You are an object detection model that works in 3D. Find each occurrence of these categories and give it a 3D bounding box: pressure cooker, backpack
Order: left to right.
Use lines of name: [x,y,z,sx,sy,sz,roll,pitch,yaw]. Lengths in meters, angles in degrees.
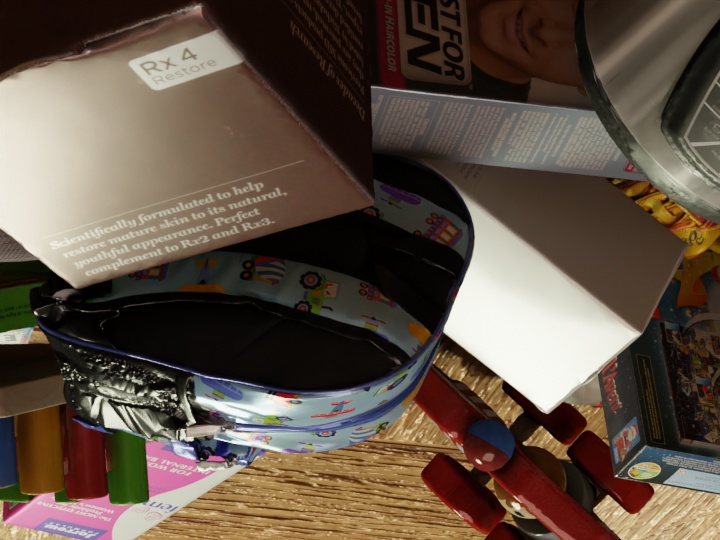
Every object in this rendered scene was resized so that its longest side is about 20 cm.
backpack: [-0.043,0.016,1.054,0.200,0.183,0.135,12,141,16]
pressure cooker: [0.219,-0.135,0.963,0.176,0.179,0.200,-10,160,-40]

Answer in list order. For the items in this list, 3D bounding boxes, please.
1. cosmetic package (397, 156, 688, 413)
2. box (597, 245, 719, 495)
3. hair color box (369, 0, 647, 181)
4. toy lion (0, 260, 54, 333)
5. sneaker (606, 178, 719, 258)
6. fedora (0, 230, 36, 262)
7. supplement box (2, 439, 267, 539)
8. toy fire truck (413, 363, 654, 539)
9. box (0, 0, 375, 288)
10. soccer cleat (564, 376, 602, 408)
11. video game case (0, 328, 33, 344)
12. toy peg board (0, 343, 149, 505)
cosmetic package: [0.067,-0.026,1.133,0.200,0.085,0.108,38,139,-6]
box: [0.206,0.040,1.224,0.137,0.200,0.038,11,141,-21]
hair color box: [0.073,-0.110,1.062,0.200,0.099,0.061,5,147,-13]
toy lion: [-0.268,0.014,1.214,0.192,0.069,0.200,9,-168,35]
sneaker: [0.180,-0.053,1.189,0.200,0.077,0.073,18,145,-28]
fedora: [-0.224,-0.052,1.119,0.177,0.090,0.200,-8,-174,-42]
supplement box: [-0.159,0.107,1.411,0.101,0.103,0.200,17,146,-31]
toy fire truck: [0.096,0.127,1.381,0.112,0.200,0.168,-48,135,3]
box: [-0.101,-0.130,0.921,0.166,0.200,0.164,-15,148,21]
soccer cleat: [0.164,0.052,1.331,0.078,0.069,0.200,34,168,-22]
video game case: [-0.317,0.071,1.421,0.143,0.018,0.200,8,148,-17]
toy peg board: [-0.233,0.104,1.243,0.200,0.098,0.199,-2,-175,29]
